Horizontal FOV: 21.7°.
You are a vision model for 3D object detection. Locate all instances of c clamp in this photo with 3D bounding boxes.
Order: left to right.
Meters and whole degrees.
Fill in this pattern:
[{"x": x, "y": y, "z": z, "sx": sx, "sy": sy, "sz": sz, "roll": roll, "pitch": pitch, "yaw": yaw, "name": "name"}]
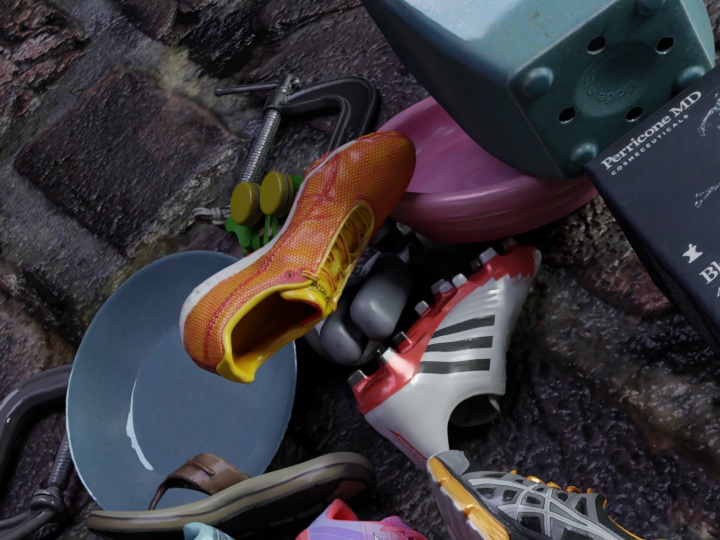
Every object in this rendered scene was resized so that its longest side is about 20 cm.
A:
[{"x": -0.235, "y": 0.128, "z": 1.420, "sx": 0.170, "sy": 0.027, "sz": 0.201, "roll": -11, "pitch": 45, "yaw": 34, "name": "c clamp"}, {"x": -0.064, "y": -0.094, "z": 1.524, "sx": 0.170, "sy": 0.027, "sz": 0.201, "roll": -12, "pitch": 43, "yaw": 26, "name": "c clamp"}]

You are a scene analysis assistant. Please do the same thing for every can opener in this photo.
[{"x": 0.000, "y": 0.000, "z": 1.266, "sx": 0.053, "sy": 0.067, "sz": 0.200, "roll": -38, "pitch": 7, "yaw": 17, "name": "can opener"}]

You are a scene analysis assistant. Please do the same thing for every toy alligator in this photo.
[{"x": -0.063, "y": -0.030, "z": 1.306, "sx": 0.199, "sy": 0.059, "sz": 0.055, "roll": -14, "pitch": 71, "yaw": 55, "name": "toy alligator"}]

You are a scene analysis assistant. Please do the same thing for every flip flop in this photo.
[{"x": -0.084, "y": 0.145, "z": 1.228, "sx": 0.199, "sy": 0.081, "sz": 0.058, "roll": -19, "pitch": 61, "yaw": 19, "name": "flip flop"}]

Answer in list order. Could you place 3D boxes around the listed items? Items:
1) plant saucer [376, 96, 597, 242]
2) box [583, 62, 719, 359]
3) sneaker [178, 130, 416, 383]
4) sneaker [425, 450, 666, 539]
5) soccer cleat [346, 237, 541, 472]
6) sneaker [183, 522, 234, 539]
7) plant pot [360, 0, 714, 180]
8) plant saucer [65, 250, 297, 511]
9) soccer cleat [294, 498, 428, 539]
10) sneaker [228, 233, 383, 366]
[{"x": 0.097, "y": -0.078, "z": 1.299, "sx": 0.199, "sy": 0.051, "sz": 0.201, "roll": -15, "pitch": 27, "yaw": 8, "name": "plant saucer"}, {"x": 0.266, "y": -0.037, "z": 1.090, "sx": 0.196, "sy": 0.118, "sz": 0.200, "roll": -37, "pitch": 35, "yaw": 4, "name": "box"}, {"x": -0.027, "y": -0.005, "z": 1.196, "sx": 0.200, "sy": 0.073, "sz": 0.077, "roll": -49, "pitch": 44, "yaw": -10, "name": "sneaker"}, {"x": 0.107, "y": 0.154, "z": 1.073, "sx": 0.077, "sy": 0.079, "sz": 0.200, "roll": -34, "pitch": 37, "yaw": -16, "name": "sneaker"}, {"x": 0.069, "y": 0.052, "z": 1.217, "sx": 0.068, "sy": 0.085, "sz": 0.200, "roll": -34, "pitch": 7, "yaw": 44, "name": "soccer cleat"}, {"x": -0.155, "y": 0.223, "z": 1.211, "sx": 0.199, "sy": 0.086, "sz": 0.078, "roll": -33, "pitch": 37, "yaw": 10, "name": "sneaker"}, {"x": 0.113, "y": -0.175, "z": 1.178, "sx": 0.196, "sy": 0.196, "sz": 0.201, "roll": -35, "pitch": 51, "yaw": 5, "name": "plant pot"}, {"x": -0.120, "y": 0.087, "z": 1.328, "sx": 0.200, "sy": 0.039, "sz": 0.203, "roll": -10, "pitch": 71, "yaw": 29, "name": "plant saucer"}, {"x": 0.029, "y": 0.183, "z": 1.111, "sx": 0.199, "sy": 0.067, "sz": 0.077, "roll": 5, "pitch": 56, "yaw": 48, "name": "soccer cleat"}, {"x": -0.046, "y": 0.029, "z": 1.355, "sx": 0.082, "sy": 0.077, "sz": 0.200, "roll": -62, "pitch": 32, "yaw": 15, "name": "sneaker"}]
